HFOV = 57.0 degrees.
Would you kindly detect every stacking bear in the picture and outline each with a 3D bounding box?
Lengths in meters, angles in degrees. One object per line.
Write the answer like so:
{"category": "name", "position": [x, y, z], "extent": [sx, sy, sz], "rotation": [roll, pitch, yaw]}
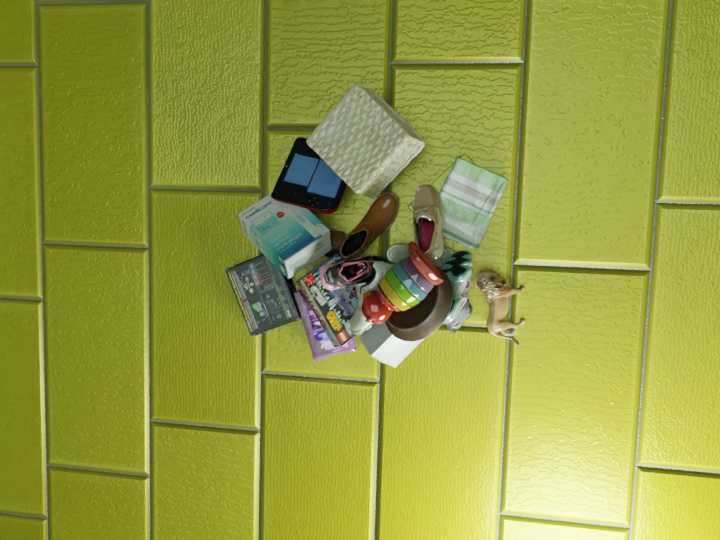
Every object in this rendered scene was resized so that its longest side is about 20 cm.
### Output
{"category": "stacking bear", "position": [0.085, 0.046, 1.556], "extent": [0.200, 0.121, 0.114], "rotation": [-40, 103, 12]}

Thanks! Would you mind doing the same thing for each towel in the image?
{"category": "towel", "position": [0.221, -0.201, 1.696], "extent": [0.200, 0.018, 0.086], "rotation": [-43, 93, 10]}
{"category": "towel", "position": [0.267, -0.167, 1.673], "extent": [0.149, 0.031, 0.200], "rotation": [23, 101, 0]}

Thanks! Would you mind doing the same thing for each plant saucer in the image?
{"category": "plant saucer", "position": [0.130, 0.072, 1.611], "extent": [0.200, 0.034, 0.200], "rotation": [-20, 54, 31]}

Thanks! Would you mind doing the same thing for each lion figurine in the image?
{"category": "lion figurine", "position": [0.344, 0.094, 1.656], "extent": [0.122, 0.072, 0.200], "rotation": [-4, 88, -22]}

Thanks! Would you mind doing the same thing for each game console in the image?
{"category": "game console", "position": [-0.115, -0.245, 1.694], "extent": [0.177, 0.031, 0.200], "rotation": [17, 65, 7]}

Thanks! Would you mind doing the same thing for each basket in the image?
{"category": "basket", "position": [0.014, -0.306, 1.580], "extent": [0.198, 0.161, 0.200], "rotation": [46, 103, 6]}

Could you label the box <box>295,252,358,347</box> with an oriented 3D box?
{"category": "box", "position": [-0.059, 0.075, 1.685], "extent": [0.137, 0.040, 0.200], "rotation": [-37, 104, -32]}

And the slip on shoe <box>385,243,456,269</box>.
{"category": "slip on shoe", "position": [0.162, -0.033, 1.703], "extent": [0.200, 0.061, 0.074], "rotation": [6, 90, -4]}

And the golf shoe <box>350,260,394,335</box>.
{"category": "golf shoe", "position": [0.013, 0.062, 1.634], "extent": [0.097, 0.078, 0.200], "rotation": [25, 100, -31]}

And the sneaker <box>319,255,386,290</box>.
{"category": "sneaker", "position": [0.000, 0.000, 1.656], "extent": [0.095, 0.200, 0.079], "rotation": [-25, 82, 53]}

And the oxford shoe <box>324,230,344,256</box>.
{"category": "oxford shoe", "position": [-0.135, -0.081, 1.756], "extent": [0.200, 0.071, 0.071], "rotation": [4, 67, 12]}

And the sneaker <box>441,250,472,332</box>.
{"category": "sneaker", "position": [0.247, 0.061, 1.673], "extent": [0.078, 0.140, 0.200], "rotation": [10, 66, 34]}

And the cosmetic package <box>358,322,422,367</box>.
{"category": "cosmetic package", "position": [0.107, 0.144, 1.692], "extent": [0.200, 0.113, 0.081], "rotation": [-44, 45, 11]}

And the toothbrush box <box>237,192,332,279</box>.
{"category": "toothbrush box", "position": [-0.190, -0.098, 1.678], "extent": [0.146, 0.085, 0.200], "rotation": [-35, 59, -21]}

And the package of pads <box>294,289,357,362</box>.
{"category": "package of pads", "position": [-0.089, 0.131, 1.753], "extent": [0.120, 0.076, 0.200], "rotation": [-16, 93, 8]}

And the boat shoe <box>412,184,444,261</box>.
{"category": "boat shoe", "position": [0.165, -0.125, 1.642], "extent": [0.074, 0.069, 0.200], "rotation": [-13, 74, 26]}

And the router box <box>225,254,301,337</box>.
{"category": "router box", "position": [-0.255, 0.060, 1.781], "extent": [0.150, 0.062, 0.200], "rotation": [-20, 92, 11]}

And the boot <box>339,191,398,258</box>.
{"category": "boot", "position": [0.019, -0.113, 1.668], "extent": [0.077, 0.155, 0.200], "rotation": [44, 101, 4]}
